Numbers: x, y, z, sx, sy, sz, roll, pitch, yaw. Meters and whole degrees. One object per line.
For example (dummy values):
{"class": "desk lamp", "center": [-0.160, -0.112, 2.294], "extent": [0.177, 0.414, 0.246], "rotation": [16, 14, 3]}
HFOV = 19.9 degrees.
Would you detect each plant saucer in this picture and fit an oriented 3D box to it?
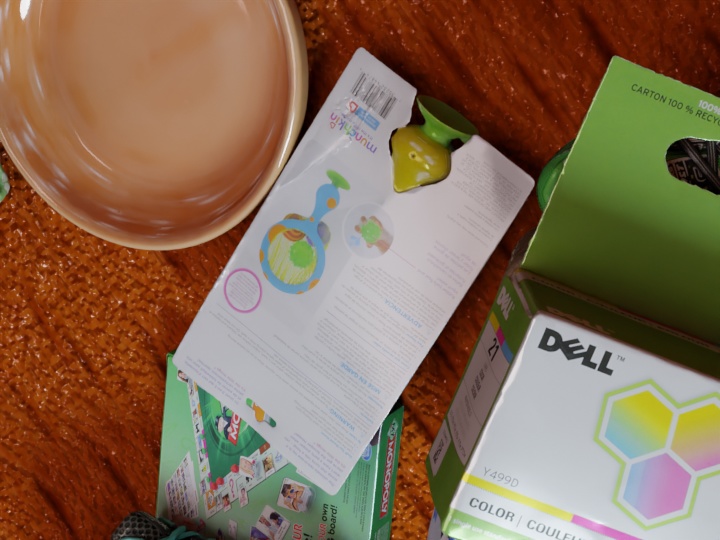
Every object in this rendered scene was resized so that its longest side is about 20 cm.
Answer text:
{"class": "plant saucer", "center": [-0.112, -0.112, 1.078], "extent": [0.199, 0.037, 0.201], "rotation": [8, 108, 25]}

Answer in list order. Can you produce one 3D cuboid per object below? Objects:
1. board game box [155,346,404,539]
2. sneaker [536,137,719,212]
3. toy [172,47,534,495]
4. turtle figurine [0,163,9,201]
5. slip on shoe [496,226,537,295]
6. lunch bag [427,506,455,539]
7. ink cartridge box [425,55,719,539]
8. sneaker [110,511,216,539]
{"class": "board game box", "center": [-0.051, 0.151, 1.132], "extent": [0.134, 0.029, 0.201], "rotation": [16, 112, 24]}
{"class": "sneaker", "center": [0.173, -0.044, 0.922], "extent": [0.199, 0.085, 0.078], "rotation": [-13, 99, 29]}
{"class": "toy", "center": [0.000, 0.000, 1.049], "extent": [0.115, 0.047, 0.200], "rotation": [38, 114, 16]}
{"class": "turtle figurine", "center": [-0.260, -0.052, 1.095], "extent": [0.144, 0.194, 0.200], "rotation": [39, 91, -21]}
{"class": "slip on shoe", "center": [0.091, 0.075, 1.015], "extent": [0.076, 0.061, 0.201], "rotation": [16, 112, 23]}
{"class": "lunch bag", "center": [0.130, 0.120, 0.962], "extent": [0.199, 0.076, 0.161], "rotation": [16, 116, -7]}
{"class": "ink cartridge box", "center": [0.132, 0.033, 0.858], "extent": [0.147, 0.076, 0.201], "rotation": [21, 104, -8]}
{"class": "sneaker", "center": [-0.099, 0.171, 1.106], "extent": [0.199, 0.078, 0.092], "rotation": [-19, 92, 30]}
